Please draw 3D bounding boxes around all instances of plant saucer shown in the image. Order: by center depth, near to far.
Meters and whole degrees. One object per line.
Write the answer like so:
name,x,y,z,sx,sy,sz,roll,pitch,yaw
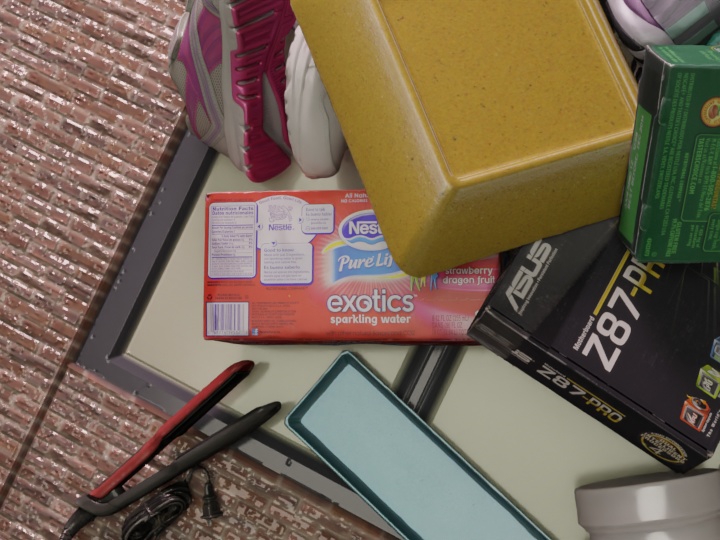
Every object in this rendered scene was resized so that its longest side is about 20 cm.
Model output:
plant saucer,0.083,-0.118,0.777,0.198,0.048,0.202,-17,75,-19
plant saucer,0.040,0.146,0.886,0.200,0.019,0.070,42,93,10

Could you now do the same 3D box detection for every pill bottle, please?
pill bottle,0.196,0.229,0.800,0.115,0.116,0.202,-11,83,9

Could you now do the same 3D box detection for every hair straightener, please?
hair straightener,-0.133,0.152,0.903,0.200,0.041,0.077,-39,79,4

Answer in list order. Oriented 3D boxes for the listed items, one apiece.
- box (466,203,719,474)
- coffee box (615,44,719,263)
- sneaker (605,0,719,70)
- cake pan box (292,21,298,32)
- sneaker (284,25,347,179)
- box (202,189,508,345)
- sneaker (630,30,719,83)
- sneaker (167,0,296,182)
box,0.182,0.000,0.808,0.160,0.049,0.201,33,65,3
coffee box,0.256,-0.066,0.753,0.198,0.044,0.124,-1,115,-9
sneaker,0.191,-0.213,0.834,0.087,0.074,0.201,-31,51,22
cake pan box,0.033,-0.213,0.906,0.184,0.052,0.201,-36,80,3
sneaker,0.011,-0.153,0.842,0.098,0.078,0.202,14,88,8
box,0.000,0.000,0.866,0.198,0.095,0.101,-1,85,9
sneaker,0.256,-0.183,0.863,0.079,0.078,0.201,31,94,-9
sneaker,-0.094,-0.163,0.878,0.088,0.081,0.202,18,117,32
